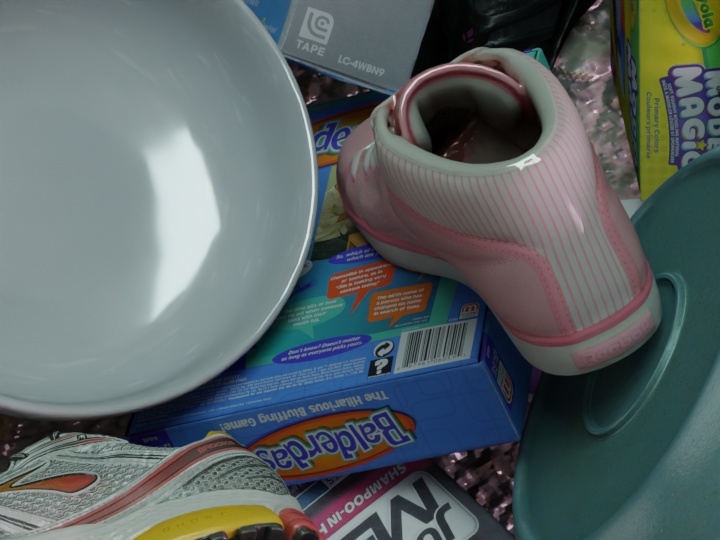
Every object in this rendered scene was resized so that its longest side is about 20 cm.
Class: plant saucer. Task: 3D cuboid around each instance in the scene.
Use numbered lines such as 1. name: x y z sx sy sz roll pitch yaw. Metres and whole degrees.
1. plant saucer: 0.106 0.034 0.896 0.027 0.200 0.200 27 55 -13

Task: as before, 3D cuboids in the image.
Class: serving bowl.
1. serving bowl: -0.121 -0.034 0.971 0.200 0.066 0.201 6 72 -19

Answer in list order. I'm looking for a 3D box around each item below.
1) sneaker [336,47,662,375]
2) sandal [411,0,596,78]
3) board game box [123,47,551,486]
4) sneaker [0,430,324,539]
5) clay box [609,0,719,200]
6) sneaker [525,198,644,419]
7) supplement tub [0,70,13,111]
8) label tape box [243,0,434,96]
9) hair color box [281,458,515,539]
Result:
1. sneaker: 0.036 -0.045 0.922 0.075 0.105 0.200 -34 31 -8
2. sandal: 0.072 -0.133 1.166 0.075 0.048 0.201 26 59 20
3. board game box: 0.000 0.000 1.020 0.152 0.045 0.200 -12 37 22
4. sneaker: -0.117 0.106 0.908 0.200 0.078 0.082 -6 37 -22
5. clay box: 0.131 -0.108 1.052 0.047 0.115 0.200 -2 22 3
6. sneaker: 0.141 0.026 1.040 0.200 0.073 0.115 -9 55 11
7. supplement tub: -0.230 -0.010 1.038 0.145 0.146 0.200 31 62 23
8. label tape box: 0.005 -0.184 1.089 0.066 0.143 0.200 19 95 -17
9. hair color box: 0.035 0.153 0.958 0.100 0.061 0.200 -37 61 -21
